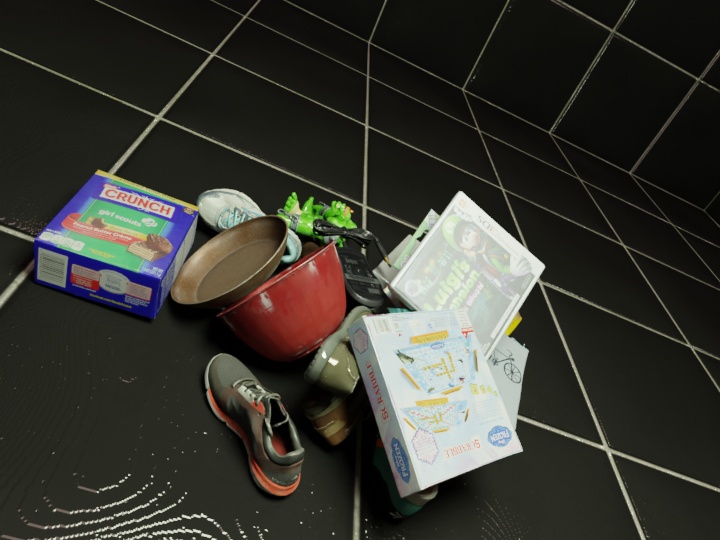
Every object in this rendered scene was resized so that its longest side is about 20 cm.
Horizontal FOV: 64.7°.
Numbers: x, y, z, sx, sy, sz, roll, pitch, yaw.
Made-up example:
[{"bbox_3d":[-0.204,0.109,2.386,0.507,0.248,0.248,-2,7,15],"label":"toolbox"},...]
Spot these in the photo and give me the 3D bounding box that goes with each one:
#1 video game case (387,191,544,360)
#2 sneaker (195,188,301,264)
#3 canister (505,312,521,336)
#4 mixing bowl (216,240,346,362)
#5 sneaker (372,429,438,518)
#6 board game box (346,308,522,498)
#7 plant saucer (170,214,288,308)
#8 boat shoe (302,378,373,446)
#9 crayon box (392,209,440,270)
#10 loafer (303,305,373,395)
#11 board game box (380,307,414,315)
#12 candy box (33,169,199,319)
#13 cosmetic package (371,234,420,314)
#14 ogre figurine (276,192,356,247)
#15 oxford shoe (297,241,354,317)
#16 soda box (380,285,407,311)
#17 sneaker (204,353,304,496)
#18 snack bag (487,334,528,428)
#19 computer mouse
[{"bbox_3d":[0.164,0.010,0.861,0.181,0.023,0.201,40,70,0],"label":"video game case"},{"bbox_3d":[-0.185,-0.075,0.953,0.196,0.079,0.086,27,6,-10],"label":"sneaker"},{"bbox_3d":[0.221,0.031,1.087,0.148,0.085,0.204,-23,85,-59],"label":"canister"},{"bbox_3d":[-0.094,0.057,0.806,0.110,0.197,0.200,59,33,-6],"label":"mixing bowl"},{"bbox_3d":[0.046,0.223,0.752,0.070,0.080,0.203,25,34,-23],"label":"sneaker"},{"bbox_3d":[0.095,0.151,0.710,0.196,0.041,0.204,1,61,-41],"label":"board game box"},{"bbox_3d":[-0.186,-0.008,0.841,0.203,0.195,0.037,-87,153,-55],"label":"plant saucer"},{"bbox_3d":[-0.008,0.175,0.803,0.199,0.075,0.075,-31,96,-54],"label":"boat shoe"},{"bbox_3d":[0.165,0.002,0.903,0.198,0.052,0.127,38,70,-1],"label":"crayon box"},{"bbox_3d":[-0.011,0.111,0.754,0.069,0.076,0.200,35,24,6],"label":"loafer"},{"bbox_3d":[0.116,0.145,0.808,0.133,0.028,0.204,6,49,-39],"label":"board game box"},{"bbox_3d":[-0.339,-0.043,0.820,0.165,0.078,0.202,19,32,-11],"label":"candy box"},{"bbox_3d":[0.084,0.018,1.079,0.100,0.072,0.200,36,32,8],"label":"cosmetic package"},{"bbox_3d":[-0.075,-0.090,1.087,0.117,0.100,0.200,24,-4,12],"label":"ogre figurine"},{"bbox_3d":[-0.041,0.009,0.984,0.071,0.086,0.201,-9,47,-43],"label":"oxford shoe"},{"bbox_3d":[0.121,0.007,0.957,0.198,0.069,0.064,-38,82,-19],"label":"soda box"},{"bbox_3d":[-0.122,0.167,0.698,0.076,0.083,0.201,-10,49,-45],"label":"sneaker"},{"bbox_3d":[0.180,0.138,0.908,0.186,0.022,0.201,36,40,-2],"label":"snack bag"},{"bbox_3d":[0.000,0.000,0.920,0.137,0.047,0.202,8,38,-37],"label":"computer mouse"}]
